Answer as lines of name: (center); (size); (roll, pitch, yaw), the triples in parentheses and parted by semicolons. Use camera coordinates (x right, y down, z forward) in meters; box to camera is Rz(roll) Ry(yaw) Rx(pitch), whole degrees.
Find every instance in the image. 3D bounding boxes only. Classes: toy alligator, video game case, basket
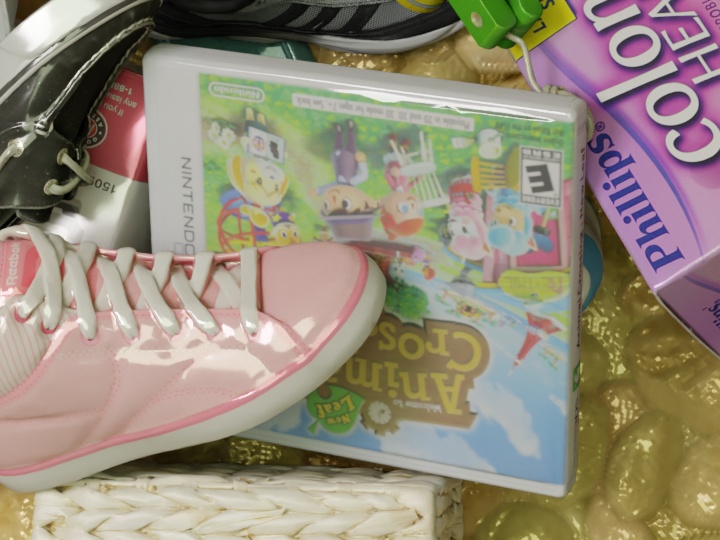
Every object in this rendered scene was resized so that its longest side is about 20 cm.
toy alligator: (0.048, -0.137, 1.068); (0.200, 0.054, 0.059); (52, 137, 10)
video game case: (0.000, 0.000, 1.084); (0.200, 0.022, 0.182); (9, 116, 20)
basket: (-0.050, 0.151, 1.129); (0.200, 0.136, 0.124); (0, 88, 8)

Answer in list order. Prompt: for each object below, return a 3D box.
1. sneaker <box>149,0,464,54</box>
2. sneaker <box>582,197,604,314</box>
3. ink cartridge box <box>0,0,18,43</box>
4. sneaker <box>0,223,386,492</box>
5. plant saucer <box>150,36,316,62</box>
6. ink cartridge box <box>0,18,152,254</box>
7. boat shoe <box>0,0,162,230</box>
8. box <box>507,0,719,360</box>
sneaker: (-0.023, -0.142, 1.121); (0.200, 0.114, 0.076); (-2, 85, -4)
sneaker: (0.013, 0.012, 1.138); (0.200, 0.081, 0.077); (-18, 107, 10)
ink cartridge box: (-0.224, -0.209, 1.090); (0.145, 0.200, 0.145); (-4, 131, 3)
sneaker: (-0.096, 0.020, 1.046); (0.200, 0.075, 0.105); (-22, 128, 16)
plant saucer: (-0.057, -0.096, 1.187); (0.070, 0.019, 0.200); (-24, 86, 8)
ink cartridge box: (-0.172, -0.014, 1.164); (0.146, 0.083, 0.200); (21, 95, 12)
boat shoe: (-0.148, -0.051, 1.084); (0.200, 0.071, 0.064); (-44, 80, 17)
box: (0.183, -0.096, 1.071); (0.200, 0.097, 0.176); (-34, 59, 12)
